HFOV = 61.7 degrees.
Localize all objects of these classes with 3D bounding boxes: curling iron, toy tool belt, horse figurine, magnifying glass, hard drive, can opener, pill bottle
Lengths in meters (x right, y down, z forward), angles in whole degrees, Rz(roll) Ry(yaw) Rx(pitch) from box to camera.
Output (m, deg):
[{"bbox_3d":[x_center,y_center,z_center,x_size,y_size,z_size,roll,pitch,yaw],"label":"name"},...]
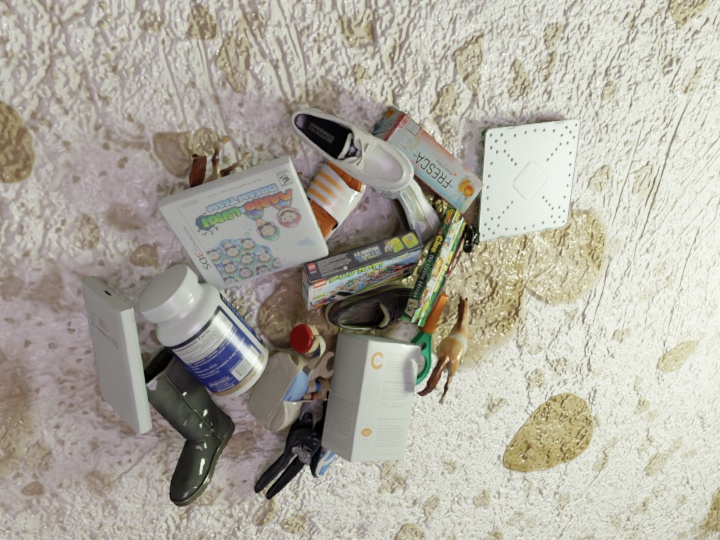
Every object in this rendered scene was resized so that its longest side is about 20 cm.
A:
[{"bbox_3d":[0.158,0.004,1.096,0.025,0.050,0.202,21,106,-30],"label":"curling iron"},{"bbox_3d":[-0.105,0.177,1.039,0.122,0.124,0.202,5,119,-58],"label":"toy tool belt"},{"bbox_3d":[-0.175,-0.113,0.894,0.198,0.050,0.134,20,113,-36],"label":"horse figurine"},{"bbox_3d":[0.164,0.152,1.095,0.200,0.049,0.135,-44,147,-53],"label":"horse figurine"},{"bbox_3d":[0.120,0.136,1.155,0.078,0.022,0.203,12,107,-27],"label":"magnifying glass"},{"bbox_3d":[-0.358,0.124,0.884,0.026,0.131,0.204,-21,123,-40],"label":"hard drive"},{"bbox_3d":[-0.132,0.358,1.120,0.063,0.079,0.202,31,111,-4],"label":"can opener"},{"bbox_3d":[-0.240,0.094,0.928,0.115,0.116,0.201,-36,122,-3],"label":"pill bottle"}]

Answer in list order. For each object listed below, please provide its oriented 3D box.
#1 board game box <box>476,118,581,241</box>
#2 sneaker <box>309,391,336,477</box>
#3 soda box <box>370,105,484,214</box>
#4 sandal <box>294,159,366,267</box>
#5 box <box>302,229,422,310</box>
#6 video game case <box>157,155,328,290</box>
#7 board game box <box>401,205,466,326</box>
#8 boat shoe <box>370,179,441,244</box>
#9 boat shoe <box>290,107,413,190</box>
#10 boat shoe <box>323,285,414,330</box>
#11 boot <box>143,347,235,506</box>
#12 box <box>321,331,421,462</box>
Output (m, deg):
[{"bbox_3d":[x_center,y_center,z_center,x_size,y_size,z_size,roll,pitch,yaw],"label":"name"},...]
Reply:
[{"bbox_3d":[0.299,-0.165,1.088,0.196,0.026,0.204,-10,116,-18],"label":"board game box"},{"bbox_3d":[-0.043,0.306,1.132,0.076,0.076,0.203,15,108,-24],"label":"sneaker"},{"bbox_3d":[0.108,-0.177,0.976,0.199,0.068,0.064,34,99,-31],"label":"soda box"},{"bbox_3d":[-0.058,-0.090,0.938,0.078,0.059,0.209,32,100,-3],"label":"sandal"},{"bbox_3d":[0.000,0.000,0.999,0.196,0.035,0.111,-18,156,-14],"label":"box"},{"bbox_3d":[-0.165,-0.061,0.887,0.196,0.024,0.184,-18,134,4],"label":"video game case"},{"bbox_3d":[0.128,-0.003,1.033,0.203,0.023,0.105,-68,162,0],"label":"board game box"},{"bbox_3d":[0.064,-0.117,0.985,0.065,0.074,0.202,-44,129,-2],"label":"boat shoe"},{"bbox_3d":[-0.013,-0.178,0.877,0.198,0.066,0.073,33,102,-1],"label":"boat shoe"},{"bbox_3d":[0.035,0.075,1.064,0.196,0.065,0.075,-10,115,-20],"label":"boat shoe"},{"bbox_3d":[-0.292,0.246,0.963,0.071,0.184,0.202,-1,134,22],"label":"boot"},{"bbox_3d":[0.019,0.220,1.059,0.123,0.097,0.205,11,88,-36],"label":"box"}]
